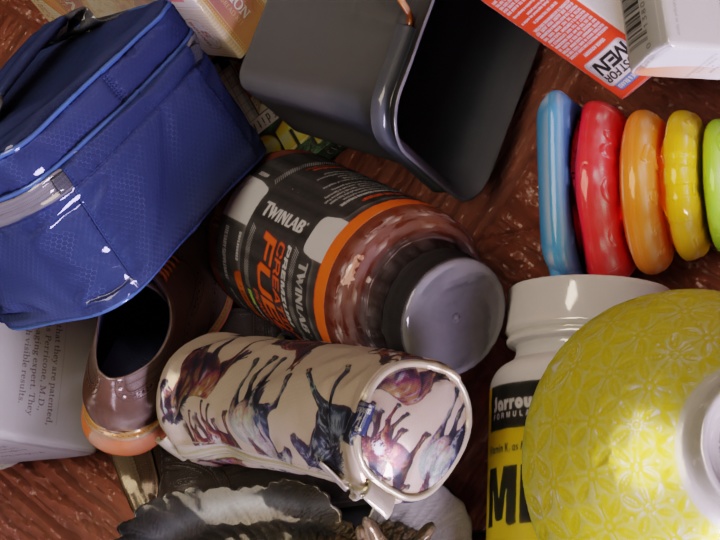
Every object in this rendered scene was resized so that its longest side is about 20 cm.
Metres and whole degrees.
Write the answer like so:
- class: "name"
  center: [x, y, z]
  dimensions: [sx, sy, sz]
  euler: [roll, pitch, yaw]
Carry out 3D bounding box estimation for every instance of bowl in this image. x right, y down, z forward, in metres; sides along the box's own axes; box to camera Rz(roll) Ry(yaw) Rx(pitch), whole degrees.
- class: "bowl"
  center: [0.197, 0.100, 1.542]
  dimensions: [0.108, 0.200, 0.200]
  euler: [146, 126, -70]

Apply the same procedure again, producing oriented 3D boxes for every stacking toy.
- class: "stacking toy"
  center: [0.204, -0.049, 1.650]
  dimensions: [0.200, 0.116, 0.110]
  euler: [-4, 84, 14]

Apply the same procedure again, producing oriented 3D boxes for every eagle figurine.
- class: "eagle figurine"
  center: [-0.042, 0.192, 1.644]
  dimensions: [0.200, 0.151, 0.152]
  euler: [-21, 56, 42]

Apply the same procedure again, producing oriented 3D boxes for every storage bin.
- class: "storage bin"
  center: [0.017, -0.159, 1.731]
  dimensions: [0.134, 0.146, 0.200]
  euler: [12, 76, 33]

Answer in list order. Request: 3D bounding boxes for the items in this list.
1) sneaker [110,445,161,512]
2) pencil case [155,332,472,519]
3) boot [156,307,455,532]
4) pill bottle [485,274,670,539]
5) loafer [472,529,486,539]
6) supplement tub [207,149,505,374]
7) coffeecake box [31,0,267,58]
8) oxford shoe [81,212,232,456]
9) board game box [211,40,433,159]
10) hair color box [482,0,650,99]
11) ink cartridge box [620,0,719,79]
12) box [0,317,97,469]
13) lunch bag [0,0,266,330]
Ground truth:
- class: "sneaker"
  center: [-0.094, 0.159, 1.789]
  dimensions: [0.076, 0.070, 0.200]
  euler: [-23, 64, -4]
- class: "pencil case"
  center: [-0.032, 0.082, 1.631]
  dimensions: [0.200, 0.078, 0.089]
  euler: [5, 48, 50]
- class: "boot"
  center: [-0.046, 0.090, 1.757]
  dimensions: [0.200, 0.069, 0.174]
  euler: [-4, 53, -1]
- class: "pill bottle"
  center: [0.128, 0.109, 1.637]
  dimensions: [0.114, 0.114, 0.200]
  euler: [-5, 76, 28]
- class: "loafer"
  center: [0.055, 0.247, 1.670]
  dimensions: [0.073, 0.071, 0.200]
  euler: [5, 81, 30]
- class: "supplement tub"
  center: [0.000, 0.000, 1.701]
  dimensions: [0.200, 0.107, 0.107]
  euler: [26, 92, 54]
- class: "coffeecake box"
  center: [-0.152, -0.213, 1.801]
  dimensions: [0.200, 0.154, 0.073]
  euler: [10, 56, 51]
- class: "oxford shoe"
  center: [-0.118, 0.014, 1.749]
  dimensions: [0.071, 0.073, 0.200]
  euler: [8, 50, 6]
- class: "board game box"
  center: [-0.047, -0.110, 1.838]
  dimensions: [0.200, 0.023, 0.105]
  euler: [-38, 66, 17]
- class: "hair color box"
  center: [0.102, -0.202, 1.635]
  dimensions: [0.111, 0.200, 0.064]
  euler: [-60, 10, -26]
- class: "ink cartridge box"
  center: [0.234, -0.187, 1.627]
  dimensions: [0.050, 0.200, 0.162]
  euler: [-33, 59, 57]
- class: "box"
  center: [-0.268, 0.019, 1.843]
  dimensions: [0.199, 0.131, 0.200]
  euler: [-8, 74, 44]
- class: "lunch bag"
  center: [-0.162, -0.076, 1.724]
  dimensions: [0.136, 0.132, 0.200]
  euler: [-11, 30, 45]
